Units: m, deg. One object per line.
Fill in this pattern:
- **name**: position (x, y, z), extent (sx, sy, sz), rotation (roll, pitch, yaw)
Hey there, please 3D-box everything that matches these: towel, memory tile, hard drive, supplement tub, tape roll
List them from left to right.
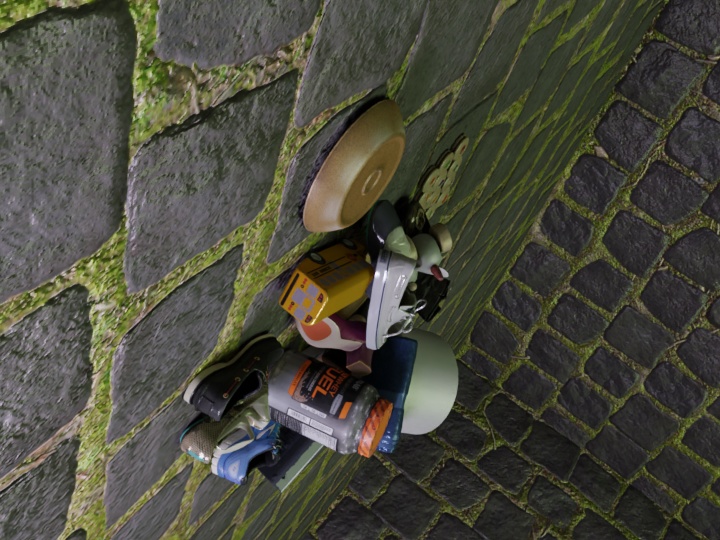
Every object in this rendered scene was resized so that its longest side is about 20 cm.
- **hard drive**: position (-0.106, 0.284, 1.471), extent (0.200, 0.033, 0.139), rotation (-47, -153, -13)
- **supplement tub**: position (-0.055, 0.222, 1.363), extent (0.122, 0.199, 0.123), rotation (22, 90, -77)
- **towel**: position (0.039, 0.209, 1.440), extent (0.048, 0.111, 0.202), rotation (18, 81, -34)
- **tape roll**: position (0.067, 0.203, 1.566), extent (0.139, 0.203, 0.203), rotation (17, 112, -41)
- **memory tile**: position (0.142, -0.153, 1.554), extent (0.153, 0.017, 0.200), rotation (-46, 165, -30)

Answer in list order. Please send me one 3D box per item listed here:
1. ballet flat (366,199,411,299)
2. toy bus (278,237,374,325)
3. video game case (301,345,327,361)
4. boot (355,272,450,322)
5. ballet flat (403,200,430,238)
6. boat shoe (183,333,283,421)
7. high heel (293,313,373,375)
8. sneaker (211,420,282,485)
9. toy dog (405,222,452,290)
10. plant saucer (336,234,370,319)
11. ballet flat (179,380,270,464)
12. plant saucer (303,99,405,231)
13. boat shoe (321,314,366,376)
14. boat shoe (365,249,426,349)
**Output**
- **ballet flat**: position (0.047, -0.022, 1.292), extent (0.073, 0.073, 0.201), rotation (-44, 151, -37)
- **toy bus**: position (-0.042, 0.012, 1.195), extent (0.065, 0.078, 0.200), rotation (-60, 165, 24)
- **video game case**: position (-0.101, 0.203, 1.575), extent (0.183, 0.023, 0.200), rotation (-60, 166, 24)
- **boot**: position (0.084, 0.065, 1.626), extent (0.200, 0.131, 0.070), rotation (-52, 167, -18)
- **ballet flat**: position (0.111, -0.074, 1.489), extent (0.200, 0.046, 0.068), rotation (56, 51, -72)
- **boat shoe**: position (-0.163, 0.149, 1.158), extent (0.201, 0.063, 0.074), rotation (-33, 153, -60)
- **high heel**: position (-0.043, 0.083, 1.328), extent (0.200, 0.067, 0.097), rotation (50, 30, -40)
- **sneaker**: position (-0.162, 0.291, 1.422), extent (0.200, 0.089, 0.079), rotation (-47, 156, -32)
- **toy dog**: position (0.111, -0.004, 1.452), extent (0.131, 0.097, 0.200), rotation (-26, 163, 5)
- **plant saucer**: position (0.000, 0.000, 1.400), extent (0.201, 0.035, 0.200), rotation (-51, 166, -17)
- **ballet flat**: position (-0.183, 0.225, 1.238), extent (0.200, 0.075, 0.068), rotation (-38, 158, -51)
- **plant saucer**: position (0.002, -0.125, 1.074), extent (0.200, 0.035, 0.200), rotation (-50, 165, -18)
- **boat shoe**: position (-0.022, 0.142, 1.491), extent (0.065, 0.072, 0.200), rotation (-45, 164, -26)
- **boat shoe**: position (0.058, 0.053, 1.276), extent (0.075, 0.085, 0.203), rotation (-75, 175, -48)
